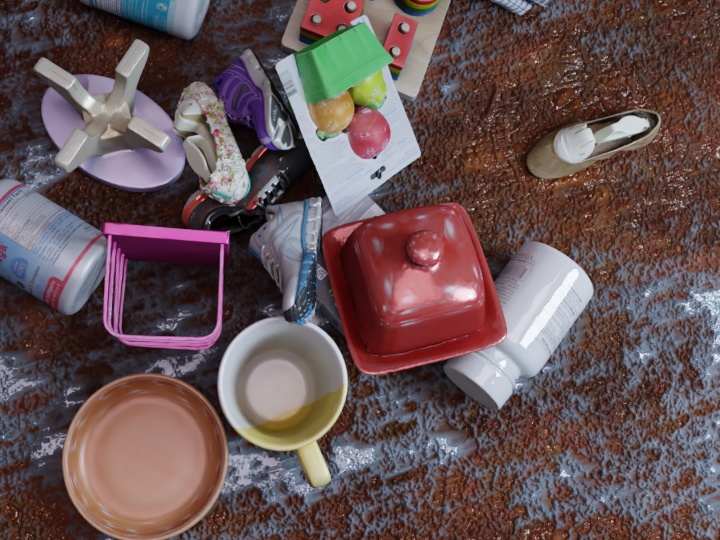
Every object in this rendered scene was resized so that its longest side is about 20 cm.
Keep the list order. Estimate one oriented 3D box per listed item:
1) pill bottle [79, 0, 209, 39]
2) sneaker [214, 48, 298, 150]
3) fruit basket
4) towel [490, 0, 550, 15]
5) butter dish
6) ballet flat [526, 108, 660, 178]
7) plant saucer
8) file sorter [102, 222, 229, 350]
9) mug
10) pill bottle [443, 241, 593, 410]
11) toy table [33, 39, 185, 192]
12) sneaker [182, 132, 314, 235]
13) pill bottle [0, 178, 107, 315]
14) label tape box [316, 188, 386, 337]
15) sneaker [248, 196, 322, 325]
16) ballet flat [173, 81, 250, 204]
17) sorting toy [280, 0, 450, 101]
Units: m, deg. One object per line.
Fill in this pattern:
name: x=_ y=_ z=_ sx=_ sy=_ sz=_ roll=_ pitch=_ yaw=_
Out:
pill bottle: x=-0.296 y=-0.382 z=1.289 sx=0.198 sy=0.111 sz=0.112 roll=19 pitch=77 yaw=-4
sneaker: x=-0.137 y=-0.202 z=1.265 sx=0.083 sy=0.200 sz=0.081 roll=-32 pitch=129 yaw=1
fruit basket: x=-0.015 y=-0.199 z=1.261 sx=0.185 sy=0.093 sz=0.202 roll=-39 pitch=119 yaw=-38
towel: x=0.192 y=-0.471 z=1.356 sx=0.165 sy=0.085 sz=0.202 roll=9 pitch=75 yaw=-42
butter dish: x=0.068 y=-0.001 z=1.175 sx=0.197 sy=0.148 sz=0.202 roll=-13 pitch=69 yaw=-9
ballet flat: x=0.324 y=-0.180 z=1.360 sx=0.198 sy=0.072 sz=0.069 roll=-15 pitch=82 yaw=-10
plant saucer: x=-0.261 y=0.228 z=1.218 sx=0.198 sy=0.037 sz=0.203 roll=2 pitch=79 yaw=-9
file sorter: x=-0.228 y=0.027 z=1.179 sx=0.137 sy=0.200 sz=0.127 roll=4 pitch=82 yaw=-7
mug: x=-0.100 y=0.158 z=1.195 sx=0.148 sy=0.153 sz=0.189 roll=9 pitch=79 yaw=-7
pill bottle: x=0.199 y=0.073 z=1.273 sx=0.114 sy=0.114 sz=0.201 roll=38 pitch=77 yaw=0
toy table: x=-0.314 y=-0.189 z=1.248 sx=0.198 sy=0.117 sz=0.186 roll=20 pitch=77 yaw=-3
sneaker: x=-0.127 y=-0.093 z=1.264 sx=0.199 sy=0.077 sz=0.082 roll=-36 pitch=48 yaw=-5
pill bottle: x=-0.409 y=-0.041 z=1.210 sx=0.199 sy=0.109 sz=0.109 roll=31 pitch=77 yaw=-1
label tape box: x=0.000 y=0.000 z=1.284 sx=0.200 sy=0.066 sz=0.143 roll=45 pitch=77 yaw=3
sneaker: x=-0.090 y=-0.011 z=1.169 sx=0.086 sy=0.076 sz=0.201 roll=2 pitch=39 yaw=-1
ballet flat: x=-0.195 y=-0.167 z=1.235 sx=0.063 sy=0.076 sz=0.201 roll=4 pitch=45 yaw=-42
sorting toy: x=0.018 y=-0.364 z=1.351 sx=0.198 sy=0.070 sz=0.201 roll=20 pitch=77 yaw=-4
